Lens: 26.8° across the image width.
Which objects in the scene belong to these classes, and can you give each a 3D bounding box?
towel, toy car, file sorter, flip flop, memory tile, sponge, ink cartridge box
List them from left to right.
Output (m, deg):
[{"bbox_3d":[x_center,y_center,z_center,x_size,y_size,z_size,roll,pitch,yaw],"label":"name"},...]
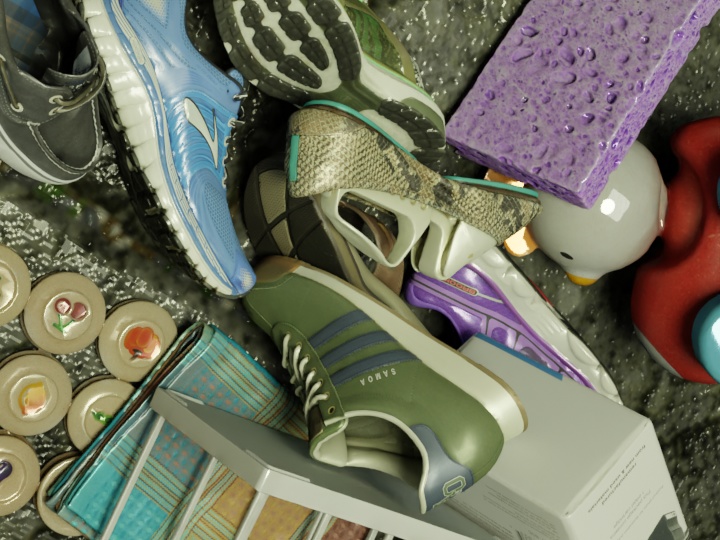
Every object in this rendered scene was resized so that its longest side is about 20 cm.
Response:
[{"bbox_3d":[-0.213,0.063,0.873,0.200,0.017,0.154,24,89,-29],"label":"memory tile"},{"bbox_3d":[-0.079,0.143,0.942,0.147,0.022,0.200,-51,122,-11],"label":"towel"},{"bbox_3d":[-0.035,0.173,0.885,0.200,0.139,0.125,24,91,-35],"label":"file sorter"},{"bbox_3d":[0.000,0.000,0.938,0.200,0.081,0.058,49,59,-26],"label":"flip flop"},{"bbox_3d":[0.125,0.153,0.948,0.084,0.144,0.200,-44,134,-19],"label":"ink cartridge box"},{"bbox_3d":[0.150,-0.143,0.959,0.200,0.111,0.030,-56,144,-6],"label":"sponge"},{"bbox_3d":[0.175,-0.023,0.991,0.199,0.184,0.177,9,98,2],"label":"toy car"}]

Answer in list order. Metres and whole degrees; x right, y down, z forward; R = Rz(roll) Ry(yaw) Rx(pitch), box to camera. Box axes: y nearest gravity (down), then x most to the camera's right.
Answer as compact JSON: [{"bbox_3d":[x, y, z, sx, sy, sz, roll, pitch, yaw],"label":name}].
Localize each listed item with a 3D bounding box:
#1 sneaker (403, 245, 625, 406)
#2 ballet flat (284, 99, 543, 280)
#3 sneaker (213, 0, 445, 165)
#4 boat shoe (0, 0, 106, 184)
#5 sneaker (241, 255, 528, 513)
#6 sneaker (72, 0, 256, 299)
[{"bbox_3d":[0.103,0.055,1.009,0.083,0.081,0.200,-42,109,6],"label":"sneaker"},{"bbox_3d":[0.029,-0.036,0.892,0.200,0.068,0.075,20,76,-42],"label":"ballet flat"},{"bbox_3d":[-0.020,-0.139,0.887,0.077,0.089,0.200,-20,140,23],"label":"sneaker"},{"bbox_3d":[-0.167,-0.116,0.788,0.070,0.066,0.200,-52,148,-33],"label":"boat shoe"},{"bbox_3d":[-0.009,0.067,0.875,0.090,0.200,0.067,-47,152,-26],"label":"sneaker"},{"bbox_3d":[-0.094,-0.077,0.869,0.089,0.079,0.200,-25,110,-18],"label":"sneaker"}]
